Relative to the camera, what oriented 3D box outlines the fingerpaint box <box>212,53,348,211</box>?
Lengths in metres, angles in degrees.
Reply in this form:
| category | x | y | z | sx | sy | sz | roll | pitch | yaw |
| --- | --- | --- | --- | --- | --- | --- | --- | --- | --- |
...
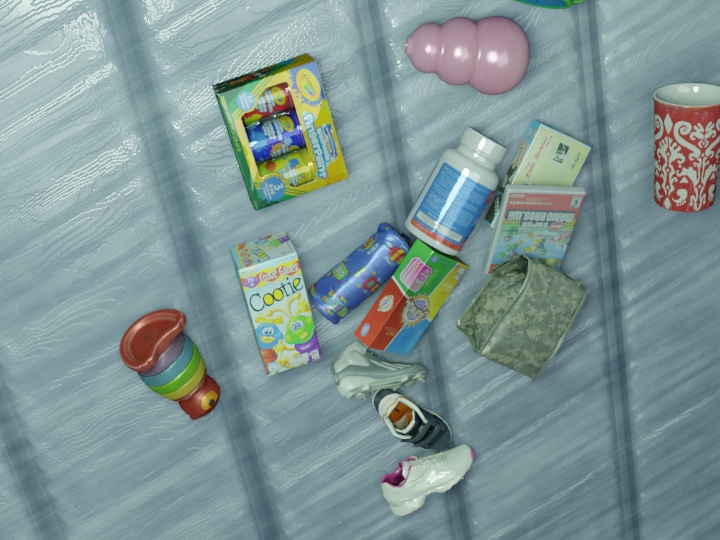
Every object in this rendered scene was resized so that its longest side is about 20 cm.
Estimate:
| category | x | y | z | sx | sy | sz | roll | pitch | yaw |
| --- | --- | --- | --- | --- | --- | --- | --- | --- | --- |
| fingerpaint box | -0.126 | -0.221 | 1.531 | 0.165 | 0.073 | 0.202 | -19 | 115 | -8 |

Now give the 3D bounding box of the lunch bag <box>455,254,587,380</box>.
| category | x | y | z | sx | sy | sz | roll | pitch | yaw |
| --- | --- | --- | --- | --- | --- | --- | --- | --- | --- |
| lunch bag | 0.299 | 0.072 | 1.738 | 0.163 | 0.118 | 0.201 | 24 | 109 | -31 |

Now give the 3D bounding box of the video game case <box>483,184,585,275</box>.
| category | x | y | z | sx | sy | sz | roll | pitch | yaw |
| --- | --- | --- | --- | --- | --- | --- | --- | --- | --- |
| video game case | 0.306 | -0.068 | 1.695 | 0.141 | 0.018 | 0.202 | 1 | 134 | -8 |

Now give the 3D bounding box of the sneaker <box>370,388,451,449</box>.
| category | x | y | z | sx | sy | sz | roll | pitch | yaw |
| --- | --- | --- | --- | --- | --- | --- | --- | --- | --- |
| sneaker | 0.102 | 0.293 | 1.798 | 0.199 | 0.079 | 0.079 | 36 | 97 | -26 |

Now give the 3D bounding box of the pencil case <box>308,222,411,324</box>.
| category | x | y | z | sx | sy | sz | roll | pitch | yaw |
| --- | --- | --- | --- | --- | --- | --- | --- | --- | --- |
| pencil case | 0.000 | 0.000 | 1.652 | 0.200 | 0.087 | 0.078 | -42 | 140 | 5 |

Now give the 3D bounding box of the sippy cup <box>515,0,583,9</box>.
| category | x | y | z | sx | sy | sz | roll | pitch | yaw |
| --- | --- | --- | --- | --- | --- | --- | --- | --- | --- |
| sippy cup | 0.286 | -0.499 | 1.517 | 0.176 | 0.139 | 0.132 | 7 | 99 | -44 |

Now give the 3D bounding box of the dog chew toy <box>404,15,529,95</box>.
| category | x | y | z | sx | sy | sz | roll | pitch | yaw |
| --- | --- | --- | --- | --- | --- | --- | --- | --- | --- |
| dog chew toy | 0.170 | -0.353 | 1.543 | 0.197 | 0.125 | 0.126 | 5 | 110 | -9 |

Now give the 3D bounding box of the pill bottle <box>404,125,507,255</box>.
| category | x | y | z | sx | sy | sz | roll | pitch | yaw |
| --- | --- | --- | --- | --- | --- | --- | --- | --- | --- |
| pill bottle | 0.167 | -0.138 | 1.627 | 0.111 | 0.112 | 0.202 | 24 | 104 | -23 |

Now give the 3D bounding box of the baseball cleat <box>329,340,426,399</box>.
| category | x | y | z | sx | sy | sz | roll | pitch | yaw |
| --- | --- | --- | --- | --- | --- | --- | --- | --- | --- |
| baseball cleat | 0.034 | 0.171 | 1.735 | 0.198 | 0.108 | 0.070 | -6 | 154 | -42 |

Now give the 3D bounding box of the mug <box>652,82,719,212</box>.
| category | x | y | z | sx | sy | sz | roll | pitch | yaw |
| --- | --- | --- | --- | --- | --- | --- | --- | --- | --- |
| mug | 0.607 | -0.221 | 1.714 | 0.175 | 0.134 | 0.203 | -10 | 117 | -10 |

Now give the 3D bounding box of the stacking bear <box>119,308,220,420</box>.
| category | x | y | z | sx | sy | sz | roll | pitch | yaw |
| --- | --- | --- | --- | --- | --- | --- | --- | --- | --- |
| stacking bear | -0.308 | 0.172 | 1.617 | 0.122 | 0.113 | 0.201 | -52 | 131 | -25 |

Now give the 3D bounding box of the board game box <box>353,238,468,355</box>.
| category | x | y | z | sx | sy | sz | roll | pitch | yaw |
| --- | --- | --- | --- | --- | --- | --- | --- | --- | --- |
| board game box | 0.091 | 0.051 | 1.676 | 0.201 | 0.040 | 0.152 | -57 | 150 | 10 |

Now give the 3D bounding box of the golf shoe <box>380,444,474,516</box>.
| category | x | y | z | sx | sy | sz | roll | pitch | yaw |
| --- | --- | --- | --- | --- | --- | --- | --- | --- | --- |
| golf shoe | 0.128 | 0.390 | 1.848 | 0.199 | 0.075 | 0.092 | -35 | 113 | -2 |

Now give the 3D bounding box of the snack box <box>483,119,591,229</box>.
| category | x | y | z | sx | sy | sz | roll | pitch | yaw |
| --- | --- | --- | --- | --- | --- | --- | --- | --- | --- |
| snack box | 0.315 | -0.154 | 1.704 | 0.115 | 0.037 | 0.202 | 19 | 105 | -23 |

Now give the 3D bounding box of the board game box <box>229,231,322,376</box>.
| category | x | y | z | sx | sy | sz | roll | pitch | yaw |
| --- | --- | --- | --- | --- | --- | --- | --- | --- | --- |
| board game box | -0.142 | 0.055 | 1.618 | 0.102 | 0.105 | 0.203 | -17 | 116 | -9 |
